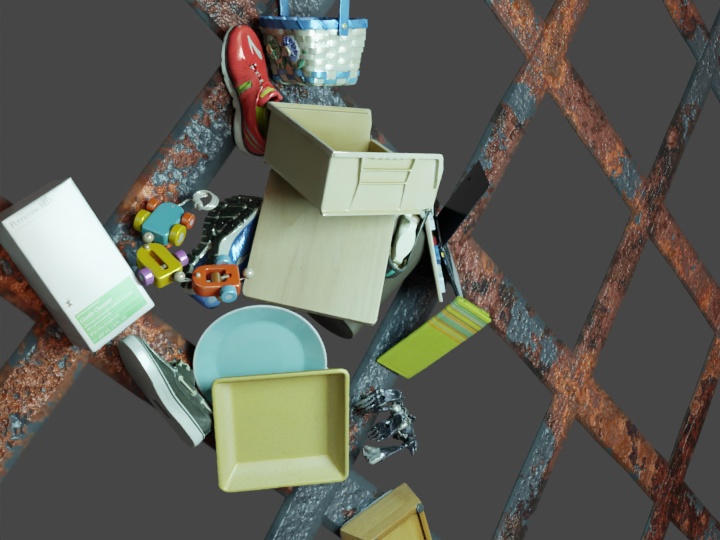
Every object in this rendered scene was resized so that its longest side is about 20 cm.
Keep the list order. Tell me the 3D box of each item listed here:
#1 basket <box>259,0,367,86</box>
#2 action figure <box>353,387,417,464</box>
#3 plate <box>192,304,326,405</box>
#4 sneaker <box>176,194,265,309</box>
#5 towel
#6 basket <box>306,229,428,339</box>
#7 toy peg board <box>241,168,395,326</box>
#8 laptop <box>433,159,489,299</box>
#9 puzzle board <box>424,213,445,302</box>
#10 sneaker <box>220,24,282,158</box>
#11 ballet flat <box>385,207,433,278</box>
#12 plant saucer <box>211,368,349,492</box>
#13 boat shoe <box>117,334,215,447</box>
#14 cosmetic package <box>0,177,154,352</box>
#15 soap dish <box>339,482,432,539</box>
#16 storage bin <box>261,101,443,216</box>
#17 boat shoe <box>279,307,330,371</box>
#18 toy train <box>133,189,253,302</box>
[{"bbox_3d":[-0.071,-0.384,1.261,0.138,0.176,0.202,-7,106,-35],"label":"basket"},{"bbox_3d":[0.042,0.259,1.405,0.200,0.101,0.120,64,11,-67],"label":"action figure"},{"bbox_3d":[-0.150,0.137,1.237,0.198,0.026,0.202,-3,115,-7],"label":"plate"},{"bbox_3d":[-0.197,-0.030,1.234,0.201,0.078,0.089,-61,146,-29],"label":"sneaker"},{"bbox_3d":[0.125,0.117,1.433,0.086,0.200,0.018,33,32,-31],"label":"towel"},{"bbox_3d":[0.000,0.000,1.351,0.201,0.135,0.181,-53,148,-19],"label":"basket"},{"bbox_3d":[-0.062,-0.026,1.254,0.197,0.098,0.202,12,74,-5],"label":"toy peg board"},{"bbox_3d":[0.194,-0.062,1.458,0.188,0.115,0.201,-82,152,-70],"label":"laptop"},{"bbox_3d":[0.126,-0.040,1.436,0.017,0.200,0.152,-10,99,5],"label":"puzzle board"},{"bbox_3d":[-0.152,-0.273,1.252,0.077,0.085,0.202,-18,102,-39],"label":"sneaker"},{"bbox_3d":[0.078,-0.082,1.272,0.067,0.068,0.202,19,82,-19],"label":"ballet flat"},{"bbox_3d":[-0.118,0.230,1.241,0.198,0.049,0.202,-3,115,-8],"label":"plant saucer"},{"bbox_3d":[-0.270,0.159,1.172,0.064,0.070,0.201,-45,125,-29],"label":"boat shoe"},{"bbox_3d":[-0.373,-0.007,1.072,0.108,0.085,0.201,-42,116,-28],"label":"cosmetic package"},{"bbox_3d":[0.059,0.497,1.432,0.157,0.081,0.202,-25,105,-36],"label":"soap dish"},{"bbox_3d":[-0.013,-0.162,1.197,0.197,0.200,0.094,-4,119,-33],"label":"storage bin"},{"bbox_3d":[-0.099,0.145,1.312,0.201,0.059,0.072,58,47,-25],"label":"boat shoe"},{"bbox_3d":[-0.236,-0.022,1.143,0.149,0.201,0.056,-7,139,-19],"label":"toy train"}]
